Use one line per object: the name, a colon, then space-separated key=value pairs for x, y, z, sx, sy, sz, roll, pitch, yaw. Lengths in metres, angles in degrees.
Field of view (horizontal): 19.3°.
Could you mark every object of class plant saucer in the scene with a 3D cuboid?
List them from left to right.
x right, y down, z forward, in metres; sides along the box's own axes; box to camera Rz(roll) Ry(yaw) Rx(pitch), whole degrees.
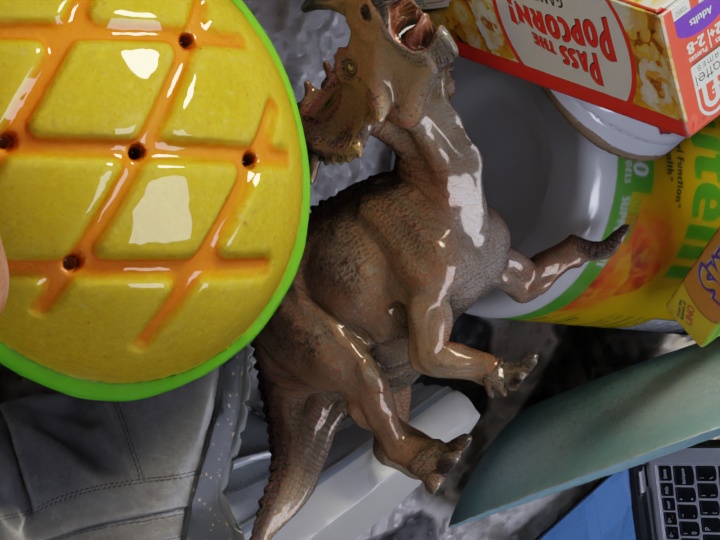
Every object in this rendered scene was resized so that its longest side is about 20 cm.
plant saucer: x=0.125 y=0.061 z=0.910 sx=0.200 sy=0.201 sz=0.039 roll=-14 pitch=79 yaw=-37

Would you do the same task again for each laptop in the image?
laptop: x=0.166 y=0.189 z=1.030 sx=0.116 sy=0.198 sz=0.188 roll=-73 pitch=157 yaw=-49

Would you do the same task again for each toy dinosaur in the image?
toy dinosaur: x=0.000 y=0.000 z=0.743 sx=0.201 sy=0.135 sz=0.086 roll=-54 pitch=177 yaw=21

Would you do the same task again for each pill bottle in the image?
pill bottle: x=0.117 y=-0.031 z=0.866 sx=0.199 sy=0.111 sz=0.112 roll=5 pitch=109 yaw=-44

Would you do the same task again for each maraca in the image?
maraca: x=-0.093 y=-0.055 z=0.666 sx=0.137 sy=0.107 sz=0.201 roll=-33 pitch=103 yaw=-20

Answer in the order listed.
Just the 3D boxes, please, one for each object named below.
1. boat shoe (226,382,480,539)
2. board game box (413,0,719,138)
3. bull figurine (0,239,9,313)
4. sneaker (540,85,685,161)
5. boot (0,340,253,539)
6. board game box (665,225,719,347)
boat shoe: x=-0.046 y=0.088 z=0.818 sx=0.199 sy=0.069 sz=0.072 roll=-32 pitch=165 yaw=-16
board game box: x=0.090 y=-0.126 z=0.723 sx=0.151 sy=0.200 sz=0.047 roll=-35 pitch=125 yaw=-22
bull figurine: x=-0.158 y=-0.069 z=0.590 sx=0.120 sy=0.065 sz=0.202 roll=-12 pitch=82 yaw=0
sneaker: x=0.145 y=-0.103 z=0.768 sx=0.112 sy=0.072 sz=0.199 roll=-38 pitch=171 yaw=35
boot: x=-0.105 y=0.051 z=0.733 sx=0.130 sy=0.070 sz=0.202 roll=2 pitch=79 yaw=-10
board game box: x=0.180 y=-0.054 z=0.742 sx=0.095 sy=0.030 sz=0.200 roll=-32 pitch=163 yaw=-33
